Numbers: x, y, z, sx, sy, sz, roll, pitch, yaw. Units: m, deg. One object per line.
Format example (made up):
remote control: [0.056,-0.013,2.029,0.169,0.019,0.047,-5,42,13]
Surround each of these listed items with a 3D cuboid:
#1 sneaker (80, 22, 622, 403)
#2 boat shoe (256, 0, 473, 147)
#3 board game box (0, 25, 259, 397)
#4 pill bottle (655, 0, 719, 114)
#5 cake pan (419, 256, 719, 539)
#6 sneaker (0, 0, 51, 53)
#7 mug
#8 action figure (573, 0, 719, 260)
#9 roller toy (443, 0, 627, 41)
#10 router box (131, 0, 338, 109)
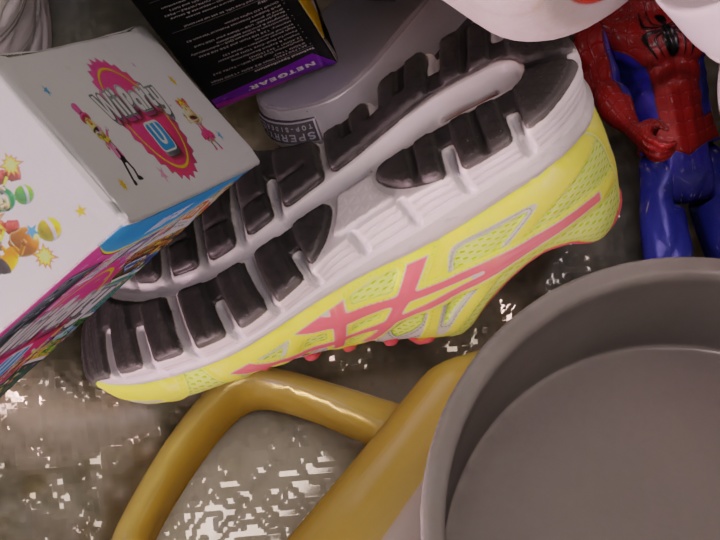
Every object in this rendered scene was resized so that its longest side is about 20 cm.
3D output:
sneaker: [0.000,0.000,0.895,0.199,0.090,0.078,-26,46,16]
boat shoe: [0.043,-0.098,0.963,0.200,0.068,0.057,-44,123,-21]
board game box: [-0.138,0.016,0.818,0.200,0.148,0.064,-42,88,15]
pill bottle: [0.183,-0.047,0.830,0.200,0.112,0.112,43,73,-24]
cake pan: [0.111,0.092,0.810,0.199,0.037,0.201,6,61,-11]
sneaker: [-0.141,-0.154,0.915,0.077,0.099,0.201,-13,82,-13]
mug: [0.029,0.097,0.879,0.186,0.149,0.154,36,67,-8]
action figure: [0.122,-0.028,0.927,0.065,0.099,0.201,-12,88,-15]
roller toy: [0.050,-0.176,0.817,0.140,0.200,0.183,37,85,18]
router box: [-0.075,-0.171,0.882,0.051,0.149,0.201,-21,69,6]
